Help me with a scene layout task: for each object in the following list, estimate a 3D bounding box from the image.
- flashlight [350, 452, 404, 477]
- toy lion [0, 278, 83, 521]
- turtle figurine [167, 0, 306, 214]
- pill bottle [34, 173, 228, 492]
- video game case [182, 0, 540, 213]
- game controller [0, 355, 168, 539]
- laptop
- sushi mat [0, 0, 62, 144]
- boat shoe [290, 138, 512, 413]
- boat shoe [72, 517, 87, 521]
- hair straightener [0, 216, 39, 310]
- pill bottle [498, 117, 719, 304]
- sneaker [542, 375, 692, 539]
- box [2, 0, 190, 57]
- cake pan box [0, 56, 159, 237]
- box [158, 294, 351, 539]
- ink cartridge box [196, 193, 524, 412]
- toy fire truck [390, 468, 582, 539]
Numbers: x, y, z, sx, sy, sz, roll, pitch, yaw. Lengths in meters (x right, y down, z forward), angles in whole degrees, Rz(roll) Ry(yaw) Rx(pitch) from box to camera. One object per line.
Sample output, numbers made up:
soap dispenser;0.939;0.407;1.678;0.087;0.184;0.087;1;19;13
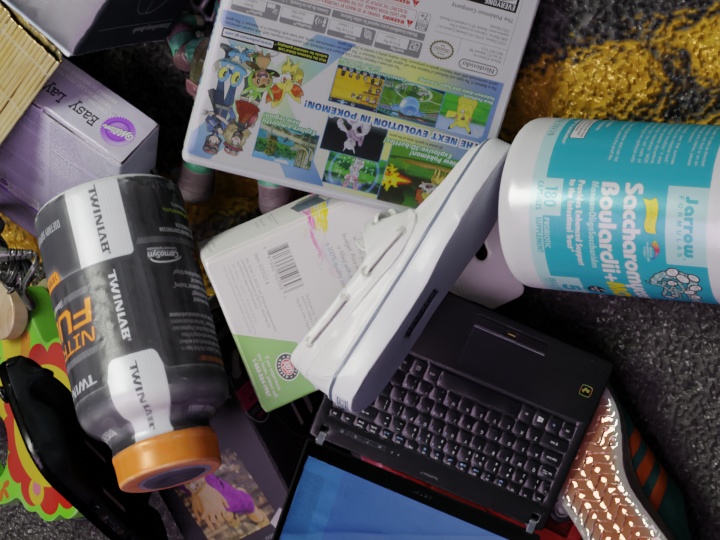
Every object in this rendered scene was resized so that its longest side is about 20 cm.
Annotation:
flashlight;0.020;0.134;1.323;0.067;0.068;0.202;-15;106;3
toy lion;-0.258;0.118;1.414;0.200;0.068;0.193;-47;59;36
turtle figurine;-0.080;-0.136;1.232;0.149;0.101;0.202;21;127;18
pill bottle;-0.150;0.045;1.207;0.106;0.106;0.202;-28;70;35
video game case;0.002;-0.135;1.150;0.198;0.022;0.184;13;107;-12
game controller;-0.190;0.138;1.243;0.042;0.105;0.200;-24;143;7
laptop;0.054;0.126;1.167;0.176;0.103;0.202;23;97;-3
sushi mat;-0.285;-0.119;1.249;0.096;0.012;0.200;48;128;2
boat shoe;0.026;-0.008;1.147;0.065;0.074;0.201;33;83;19
boat shoe;-0.196;0.125;1.435;0.074;0.062;0.201;33;123;13
hair straightener;-0.260;-0.018;1.302;0.077;0.041;0.200;53;166;-27
pill bottle;0.194;-0.037;1.119;0.198;0.111;0.112;4;115;26
sneaker;0.176;0.146;1.245;0.071;0.080;0.202;-27;77;20
box;-0.141;-0.252;1.145;0.107;0.148;0.201;39;109;6
cake pan box;-0.236;-0.092;1.316;0.199;0.052;0.185;34;153;11
box;-0.087;0.125;1.334;0.105;0.122;0.201;-21;103;26
ink cartridge box;0.000;0.000;1.234;0.198;0.067;0.118;-23;104;-5
toy fire truck;0.051;0.194;1.265;0.199;0.142;0.049;27;168;-8
